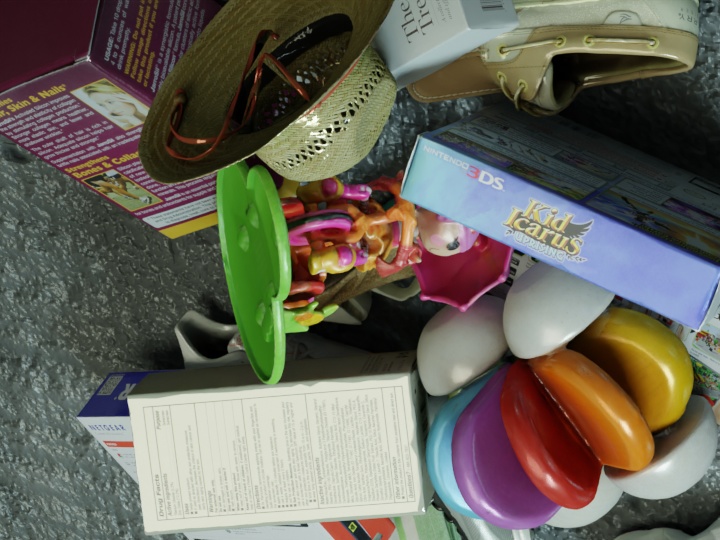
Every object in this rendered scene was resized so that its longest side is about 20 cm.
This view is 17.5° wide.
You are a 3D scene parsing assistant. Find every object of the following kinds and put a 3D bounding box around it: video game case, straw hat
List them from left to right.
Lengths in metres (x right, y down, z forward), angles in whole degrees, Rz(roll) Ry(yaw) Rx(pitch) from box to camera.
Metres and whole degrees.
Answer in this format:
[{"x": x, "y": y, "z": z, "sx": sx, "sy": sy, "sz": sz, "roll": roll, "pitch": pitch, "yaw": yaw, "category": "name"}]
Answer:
[{"x": -0.030, "y": -0.103, "z": 1.378, "sx": 0.200, "sy": 0.202, "sz": 0.085, "roll": -16, "pitch": 130, "yaw": 40, "category": "straw hat"}, {"x": 0.146, "y": -0.039, "z": 1.430, "sx": 0.199, "sy": 0.181, "sz": 0.046, "roll": 25, "pitch": 109, "yaw": 16, "category": "video game case"}]

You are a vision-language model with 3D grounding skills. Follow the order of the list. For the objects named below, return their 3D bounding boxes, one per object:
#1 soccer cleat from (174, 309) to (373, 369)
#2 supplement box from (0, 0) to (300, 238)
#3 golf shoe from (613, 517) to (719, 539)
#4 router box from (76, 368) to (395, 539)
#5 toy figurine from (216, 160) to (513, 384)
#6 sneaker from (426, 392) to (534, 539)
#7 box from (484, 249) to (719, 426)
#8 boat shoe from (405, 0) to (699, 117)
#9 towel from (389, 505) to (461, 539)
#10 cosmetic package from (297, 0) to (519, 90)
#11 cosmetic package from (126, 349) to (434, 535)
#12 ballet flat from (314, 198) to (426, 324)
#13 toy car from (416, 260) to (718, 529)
[{"x": -0.053, "y": 0.070, "z": 1.725, "sx": 0.199, "sy": 0.069, "sz": 0.086, "roll": 6, "pitch": 136, "yaw": 36, "category": "soccer cleat"}, {"x": -0.144, "y": -0.119, "z": 1.562, "sx": 0.130, "sy": 0.104, "sz": 0.200, "roll": -15, "pitch": 145, "yaw": 40, "category": "supplement box"}, {"x": 0.243, "y": 0.217, "z": 1.623, "sx": 0.199, "sy": 0.092, "sz": 0.076, "roll": -24, "pitch": 106, "yaw": 41, "category": "golf shoe"}, {"x": -0.096, "y": 0.153, "z": 1.773, "sx": 0.199, "sy": 0.049, "sz": 0.180, "roll": -4, "pitch": 132, "yaw": 50, "category": "router box"}, {"x": 0.016, "y": -0.025, "z": 1.490, "sx": 0.200, "sy": 0.182, "sz": 0.151, "roll": 121, "pitch": 136, "yaw": -71, "category": "toy figurine"}, {"x": 0.081, "y": 0.161, "z": 1.683, "sx": 0.079, "sy": 0.074, "sz": 0.202, "roll": -14, "pitch": 114, "yaw": -2, "category": "sneaker"}, {"x": 0.177, "y": 0.013, "z": 1.552, "sx": 0.199, "sy": 0.035, "sz": 0.111, "roll": 29, "pitch": 134, "yaw": 13, "category": "box"}, {"x": 0.112, "y": -0.131, "z": 1.426, "sx": 0.199, "sy": 0.067, "sz": 0.074, "roll": -15, "pitch": 159, "yaw": 27, "category": "boat shoe"}, {"x": 0.013, "y": 0.238, "z": 1.785, "sx": 0.200, "sy": 0.023, "sz": 0.154, "roll": -34, "pitch": 63, "yaw": 43, "category": "towel"}, {"x": 0.002, "y": -0.213, "z": 1.427, "sx": 0.150, "sy": 0.051, "sz": 0.202, "roll": -26, "pitch": 78, "yaw": 46, "category": "cosmetic package"}, {"x": -0.052, "y": 0.118, "z": 1.608, "sx": 0.198, "sy": 0.073, "sz": 0.105, "roll": -4, "pitch": 100, "yaw": 10, "category": "cosmetic package"}, {"x": 0.000, "y": 0.000, "z": 1.651, "sx": 0.199, "sy": 0.068, "sz": 0.072, "roll": -25, "pitch": 126, "yaw": 39, "category": "ballet flat"}, {"x": 0.121, "y": 0.102, "z": 1.525, "sx": 0.199, "sy": 0.150, "sz": 0.175, "roll": -25, "pitch": 109, "yaw": 46, "category": "toy car"}]
